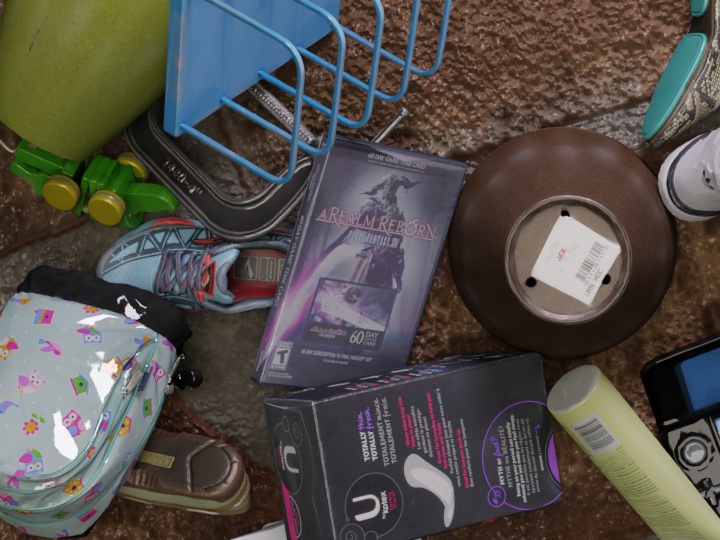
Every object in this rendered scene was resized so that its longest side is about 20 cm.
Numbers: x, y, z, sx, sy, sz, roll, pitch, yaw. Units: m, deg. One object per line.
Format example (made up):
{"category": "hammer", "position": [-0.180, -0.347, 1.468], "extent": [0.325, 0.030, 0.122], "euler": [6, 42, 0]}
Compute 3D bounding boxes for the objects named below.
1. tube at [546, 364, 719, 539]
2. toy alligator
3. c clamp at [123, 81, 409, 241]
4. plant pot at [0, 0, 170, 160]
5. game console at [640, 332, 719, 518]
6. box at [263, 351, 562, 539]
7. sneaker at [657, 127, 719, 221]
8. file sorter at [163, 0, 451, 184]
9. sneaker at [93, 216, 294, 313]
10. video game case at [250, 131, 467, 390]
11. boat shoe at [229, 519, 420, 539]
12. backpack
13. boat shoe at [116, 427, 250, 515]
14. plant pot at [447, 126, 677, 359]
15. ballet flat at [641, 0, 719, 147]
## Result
{"category": "tube", "position": [0.221, 0.158, 1.625], "extent": [0.052, 0.058, 0.200], "euler": [-37, 112, 9]}
{"category": "toy alligator", "position": [-0.240, -0.073, 1.685], "extent": [0.198, 0.060, 0.055], "euler": [19, 138, 8]}
{"category": "c clamp", "position": [-0.086, -0.114, 1.654], "extent": [0.200, 0.027, 0.171], "euler": [38, 87, 19]}
{"category": "plant pot", "position": [-0.204, -0.194, 1.616], "extent": [0.186, 0.187, 0.201], "euler": [34, 105, 1]}
{"category": "game console", "position": [0.335, 0.114, 1.620], "extent": [0.198, 0.116, 0.177], "euler": [-21, 92, 6]}
{"category": "box", "position": [0.040, 0.139, 1.609], "extent": [0.198, 0.106, 0.123], "euler": [-10, 92, -25]}
{"category": "sneaker", "position": [0.330, -0.102, 1.586], "extent": [0.199, 0.115, 0.076], "euler": [-29, 93, -15]}
{"category": "file sorter", "position": [-0.035, -0.176, 1.551], "extent": [0.122, 0.200, 0.140], "euler": [31, 137, 23]}
{"category": "sneaker", "position": [-0.119, -0.004, 1.655], "extent": [0.198, 0.096, 0.080], "euler": [-4, 93, 4]}
{"category": "video game case", "position": [0.000, 0.000, 1.633], "extent": [0.142, 0.019, 0.202], "euler": [9, 103, -39]}
{"category": "boat shoe", "position": [-0.050, 0.233, 1.684], "extent": [0.198, 0.068, 0.072], "euler": [-16, 85, -16]}
{"category": "backpack", "position": [-0.234, 0.102, 1.613], "extent": [0.165, 0.127, 0.201], "euler": [11, 62, 19]}
{"category": "boat shoe", "position": [-0.181, 0.161, 1.686], "extent": [0.199, 0.076, 0.072], "euler": [18, 64, 22]}
{"category": "plant pot", "position": [0.157, -0.015, 1.582], "extent": [0.185, 0.200, 0.189], "euler": [0, 94, 4]}
{"category": "ballet flat", "position": [0.283, -0.187, 1.632], "extent": [0.075, 0.068, 0.202], "euler": [14, 93, -13]}
